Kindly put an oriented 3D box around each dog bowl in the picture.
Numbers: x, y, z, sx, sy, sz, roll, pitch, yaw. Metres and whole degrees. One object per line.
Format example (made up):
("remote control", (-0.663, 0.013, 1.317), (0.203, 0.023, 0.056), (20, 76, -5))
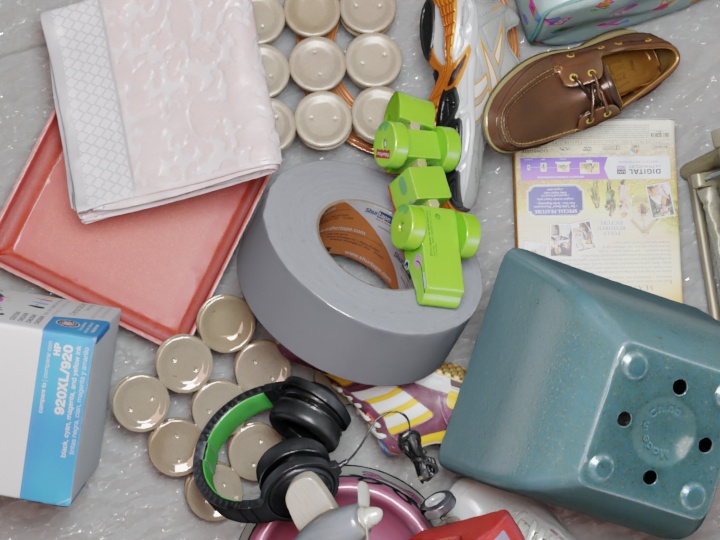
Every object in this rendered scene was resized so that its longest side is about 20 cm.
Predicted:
("dog bowl", (-0.013, 0.263, 1.680), (0.199, 0.074, 0.201), (0, 81, 0))

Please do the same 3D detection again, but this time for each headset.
("headset", (-0.040, 0.154, 1.650), (0.199, 0.094, 0.124), (-9, 50, 24))

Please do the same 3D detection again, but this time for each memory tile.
("memory tile", (-0.062, -0.175, 1.738), (0.199, 0.017, 0.154), (-7, 77, -4))
("memory tile", (-0.103, 0.101, 1.714), (0.200, 0.017, 0.153), (-41, 100, -6))

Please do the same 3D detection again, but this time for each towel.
("towel", (-0.172, -0.157, 1.703), (0.190, 0.032, 0.201), (-15, 75, 12))

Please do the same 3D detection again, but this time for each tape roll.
("tape roll", (0.000, 0.000, 1.663), (0.199, 0.066, 0.201), (18, 40, -16))

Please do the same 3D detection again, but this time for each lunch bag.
("lunch bag", (0.232, -0.264, 1.717), (0.199, 0.160, 0.077), (-18, 82, -2))

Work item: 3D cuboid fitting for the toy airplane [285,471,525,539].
("toy airplane", (0.017, 0.268, 1.570), (0.199, 0.141, 0.200), (14, 101, -12))

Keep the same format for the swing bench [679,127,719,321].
("swing bench", (0.357, -0.019, 1.660), (0.129, 0.200, 0.200), (-8, 81, -1))

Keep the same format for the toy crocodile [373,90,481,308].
("toy crocodile", (0.050, -0.060, 1.651), (0.067, 0.062, 0.201), (2, 65, -29))

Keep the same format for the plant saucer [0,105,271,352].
("plant saucer", (-0.198, -0.056, 1.746), (0.199, 0.037, 0.201), (25, 81, 4))

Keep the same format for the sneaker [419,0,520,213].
("sneaker", (0.105, -0.146, 1.721), (0.092, 0.076, 0.201), (6, 82, -28))

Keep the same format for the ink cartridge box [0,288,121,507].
("ink cartridge box", (-0.315, 0.094, 1.650), (0.199, 0.147, 0.146), (10, 99, 0))

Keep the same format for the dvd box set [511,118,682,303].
("dvd box set", (0.207, -0.032, 1.746), (0.145, 0.029, 0.201), (-2, 81, -1))

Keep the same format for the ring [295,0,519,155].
("ring", (0.042, -0.195, 1.777), (0.199, 0.019, 0.202), (0, 82, -1))

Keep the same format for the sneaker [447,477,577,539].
("sneaker", (0.157, 0.242, 1.681), (0.200, 0.081, 0.077), (38, 85, 7))

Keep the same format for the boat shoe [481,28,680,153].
("boat shoe", (0.190, -0.158, 1.708), (0.199, 0.067, 0.072), (-27, 108, -29))

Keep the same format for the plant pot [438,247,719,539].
("plant pot", (0.205, 0.112, 1.602), (0.195, 0.200, 0.197), (18, 92, -16))

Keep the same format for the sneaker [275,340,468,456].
("sneaker", (0.016, 0.109, 1.694), (0.199, 0.075, 0.091), (18, 97, -6))
